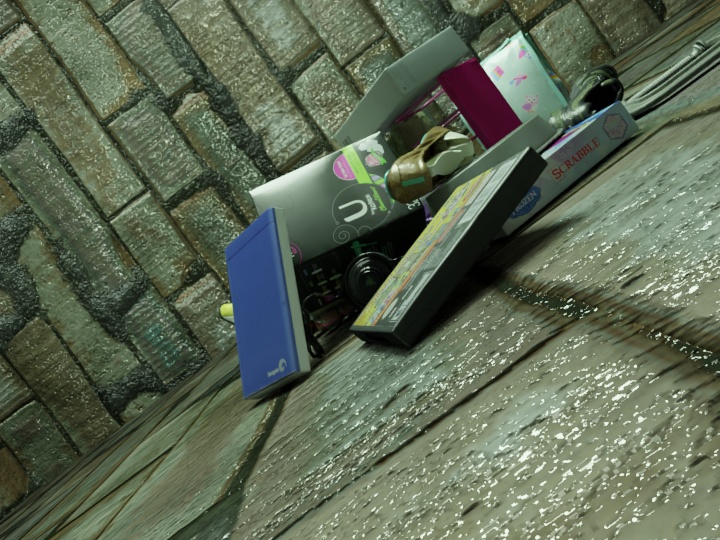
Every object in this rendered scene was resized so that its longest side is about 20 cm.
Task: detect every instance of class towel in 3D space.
[{"bbox_3d":[0.113,-0.160,1.122,0.036,0.202,0.148,-14,16,34],"label":"towel"}]

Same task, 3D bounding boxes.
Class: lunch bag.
[{"bbox_3d":[0.271,-0.287,1.179,0.170,0.201,0.122,-35,4,28],"label":"lunch bag"}]

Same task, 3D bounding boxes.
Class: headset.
[{"bbox_3d":[0.016,0.028,0.813,0.198,0.095,0.124,-22,-3,-9],"label":"headset"}]

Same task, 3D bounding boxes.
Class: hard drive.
[{"bbox_3d":[-0.118,0.043,0.824,0.025,0.202,0.132,4,-24,-37],"label":"hard drive"}]

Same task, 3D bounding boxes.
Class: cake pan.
[{"bbox_3d":[0.159,-0.127,0.843,0.200,0.037,0.200,-37,3,2],"label":"cake pan"}]

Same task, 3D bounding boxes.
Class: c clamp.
[{"bbox_3d":[0.394,-0.247,0.869,0.199,0.027,0.171,-36,3,14],"label":"c clamp"}]

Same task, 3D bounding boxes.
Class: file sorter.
[{"bbox_3d":[0.169,-0.200,1.050,0.125,0.201,0.139,-34,4,39],"label":"file sorter"}]

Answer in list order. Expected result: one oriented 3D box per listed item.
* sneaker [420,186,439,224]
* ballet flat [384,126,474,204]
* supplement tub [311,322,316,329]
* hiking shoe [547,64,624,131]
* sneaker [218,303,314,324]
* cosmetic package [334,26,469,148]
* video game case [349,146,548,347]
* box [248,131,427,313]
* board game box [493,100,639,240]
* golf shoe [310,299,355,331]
[{"bbox_3d":[0.077,-0.087,1.047,0.080,0.089,0.199,-19,4,-38],"label":"sneaker"},{"bbox_3d":[0.100,-0.140,0.847,0.072,0.068,0.200,-10,17,33],"label":"ballet flat"},{"bbox_3d":[-0.064,0.016,1.138,0.199,0.123,0.123,-35,4,25],"label":"supplement tub"},{"bbox_3d":[0.379,-0.269,1.057,0.100,0.076,0.200,-17,27,53],"label":"hiking shoe"},{"bbox_3d":[-0.121,0.039,1.043,0.198,0.091,0.078,-8,0,-9],"label":"sneaker"},{"bbox_3d":[0.058,-0.266,1.026,0.150,0.052,0.200,-38,1,-29],"label":"cosmetic package"},{"bbox_3d":[0.074,-0.015,0.637,0.201,0.025,0.181,-52,7,-11],"label":"video game case"},{"bbox_3d":[-0.025,-0.063,0.914,0.198,0.149,0.125,-25,-32,-2],"label":"box"},{"bbox_3d":[0.192,-0.100,0.794,0.199,0.041,0.200,-38,3,-13],"label":"board game box"},{"bbox_3d":[0.000,0.000,0.976,0.199,0.093,0.073,-34,3,0],"label":"golf shoe"}]
